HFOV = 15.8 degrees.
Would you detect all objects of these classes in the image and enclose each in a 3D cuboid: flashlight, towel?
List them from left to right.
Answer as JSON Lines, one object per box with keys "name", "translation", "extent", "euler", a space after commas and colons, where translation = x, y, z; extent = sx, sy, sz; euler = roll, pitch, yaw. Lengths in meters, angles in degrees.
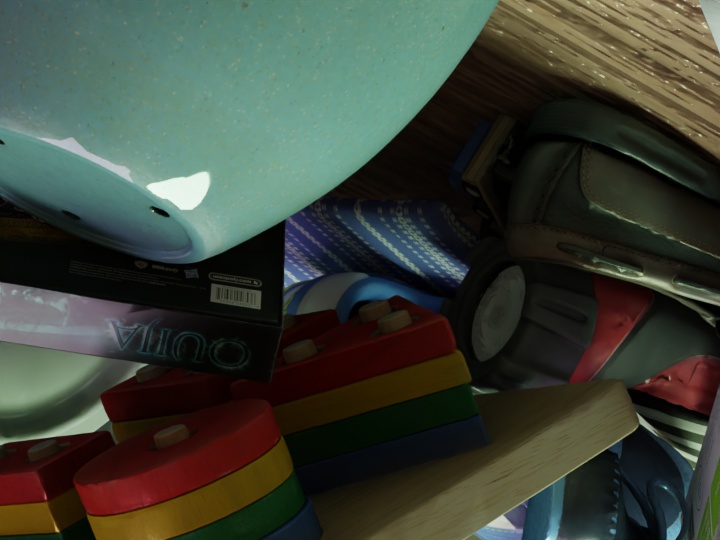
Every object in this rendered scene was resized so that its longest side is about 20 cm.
{"name": "towel", "translation": [0.000, 0.000, 1.094], "extent": [0.200, 0.024, 0.145], "euler": [6, 155, 43]}
{"name": "flashlight", "translation": [0.127, 0.045, 1.014], "extent": [0.200, 0.068, 0.068], "euler": [23, 129, -28]}

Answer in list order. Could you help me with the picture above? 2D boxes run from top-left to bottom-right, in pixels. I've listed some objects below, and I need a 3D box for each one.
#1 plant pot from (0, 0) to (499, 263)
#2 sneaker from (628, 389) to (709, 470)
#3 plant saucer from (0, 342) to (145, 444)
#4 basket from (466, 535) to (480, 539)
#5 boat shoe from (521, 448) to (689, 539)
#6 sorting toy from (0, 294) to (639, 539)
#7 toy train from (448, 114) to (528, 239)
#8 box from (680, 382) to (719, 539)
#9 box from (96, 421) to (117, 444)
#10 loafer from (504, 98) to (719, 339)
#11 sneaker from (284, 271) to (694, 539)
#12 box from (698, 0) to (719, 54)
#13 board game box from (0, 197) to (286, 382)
{"name": "plant pot", "translation": [-0.064, -0.082, 0.820], "extent": [0.200, 0.135, 0.200], "euler": [21, 164, 7]}
{"name": "sneaker", "translation": [0.146, 0.062, 1.161], "extent": [0.115, 0.076, 0.200], "euler": [56, 166, -16]}
{"name": "plant saucer", "translation": [-0.132, 0.011, 1.000], "extent": [0.050, 0.200, 0.200], "euler": [43, -179, 42]}
{"name": "basket", "translation": [0.007, 0.107, 1.328], "extent": [0.180, 0.136, 0.200], "euler": [-27, 139, 10]}
{"name": "boat shoe", "translation": [0.095, 0.115, 1.000], "extent": [0.068, 0.084, 0.200], "euler": [10, 160, 6]}
{"name": "sorting toy", "translation": [-0.043, 0.069, 0.908], "extent": [0.199, 0.200, 0.070], "euler": [-10, 103, 51]}
{"name": "toy train", "translation": [0.072, -0.013, 1.048], "extent": [0.046, 0.034, 0.200], "euler": [28, 168, 23]}
{"name": "box", "translation": [0.174, 0.110, 0.901], "extent": [0.096, 0.177, 0.200], "euler": [2, 142, -3]}
{"name": "box", "translation": [-0.126, 0.032, 1.155], "extent": [0.036, 0.200, 0.143], "euler": [15, 163, 25]}
{"name": "loafer", "translation": [0.137, 0.008, 0.963], "extent": [0.200, 0.063, 0.072], "euler": [29, 163, -18]}
{"name": "sneaker", "translation": [0.053, 0.062, 1.050], "extent": [0.200, 0.074, 0.082], "euler": [26, 159, -8]}
{"name": "box", "translation": [0.192, -0.044, 0.747], "extent": [0.158, 0.048, 0.200], "euler": [16, 162, 26]}
{"name": "board game box", "translation": [-0.124, -0.027, 0.884], "extent": [0.199, 0.135, 0.028], "euler": [10, 125, -7]}
